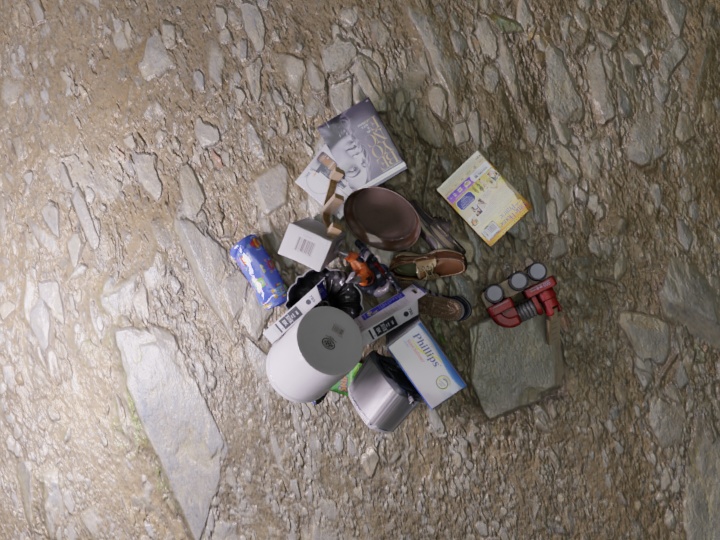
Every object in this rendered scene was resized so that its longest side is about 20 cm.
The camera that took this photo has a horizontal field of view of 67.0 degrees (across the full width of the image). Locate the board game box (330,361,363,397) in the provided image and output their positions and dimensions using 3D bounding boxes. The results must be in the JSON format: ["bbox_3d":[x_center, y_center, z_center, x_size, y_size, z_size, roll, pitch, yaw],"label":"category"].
[{"bbox_3d":[0.008,0.291,1.418,0.199,0.030,0.096,19,94,0],"label":"board game box"}]

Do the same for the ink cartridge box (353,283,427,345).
[{"bbox_3d":[0.067,0.106,1.297,0.199,0.099,0.039,-31,107,-4],"label":"ink cartridge box"}]

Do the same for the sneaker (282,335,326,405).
[{"bbox_3d":[-0.153,0.254,1.407,0.089,0.078,0.201,-33,75,30],"label":"sneaker"}]

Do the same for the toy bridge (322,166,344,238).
[{"bbox_3d":[-0.067,-0.156,1.293,0.027,0.201,0.067,20,139,-25],"label":"toy bridge"}]

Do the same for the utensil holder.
[{"bbox_3d":[-0.105,0.192,1.228,0.169,0.200,0.171,12,59,-21],"label":"utensil holder"}]

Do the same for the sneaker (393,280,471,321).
[{"bbox_3d":[0.186,0.079,1.377,0.199,0.108,0.070,21,99,33],"label":"sneaker"}]

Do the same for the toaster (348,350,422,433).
[{"bbox_3d":[0.058,0.300,1.316,0.113,0.200,0.129,27,104,-38],"label":"toaster"}]

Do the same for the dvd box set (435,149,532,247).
[{"bbox_3d":[0.308,-0.180,1.363,0.146,0.029,0.200,-44,89,5],"label":"dvd box set"}]

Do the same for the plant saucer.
[{"bbox_3d":[0.055,-0.131,1.334,0.199,0.201,0.032,23,51,3],"label":"plant saucer"}]

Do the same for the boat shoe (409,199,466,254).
[{"bbox_3d":[0.190,-0.100,1.364,0.073,0.074,0.200,-38,99,-4],"label":"boat shoe"}]

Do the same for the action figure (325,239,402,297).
[{"bbox_3d":[0.000,0.000,1.328,0.105,0.193,0.200,-47,47,8],"label":"action figure"}]

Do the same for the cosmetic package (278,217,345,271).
[{"bbox_3d":[-0.113,-0.068,1.317,0.112,0.200,0.081,25,100,5],"label":"cosmetic package"}]

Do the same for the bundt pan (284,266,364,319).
[{"bbox_3d":[-0.087,0.089,1.387,0.201,0.076,0.203,0,93,5],"label":"bundt pan"}]

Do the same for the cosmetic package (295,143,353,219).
[{"bbox_3d":[-0.044,-0.252,1.377,0.151,0.052,0.200,39,95,-1],"label":"cosmetic package"}]

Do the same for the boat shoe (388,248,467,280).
[{"bbox_3d":[0.160,-0.004,1.328,0.199,0.074,0.076,-3,120,31],"label":"boat shoe"}]

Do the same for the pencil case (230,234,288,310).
[{"bbox_3d":[-0.260,0.006,1.394,0.087,0.078,0.201,-31,91,13],"label":"pencil case"}]

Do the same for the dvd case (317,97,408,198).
[{"bbox_3d":[0.005,-0.300,1.338,0.148,0.016,0.201,-29,92,4],"label":"dvd case"}]

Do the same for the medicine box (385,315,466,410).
[{"bbox_3d":[0.152,0.210,1.314,0.103,0.200,0.183,-36,90,4],"label":"medicine box"}]

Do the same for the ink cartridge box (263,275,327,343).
[{"bbox_3d":[-0.140,0.090,1.305,0.200,0.099,0.039,-43,90,7],"label":"ink cartridge box"}]

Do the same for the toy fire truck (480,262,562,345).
[{"bbox_3d":[0.413,0.102,1.340,0.175,0.129,0.201,-28,81,6],"label":"toy fire truck"}]
